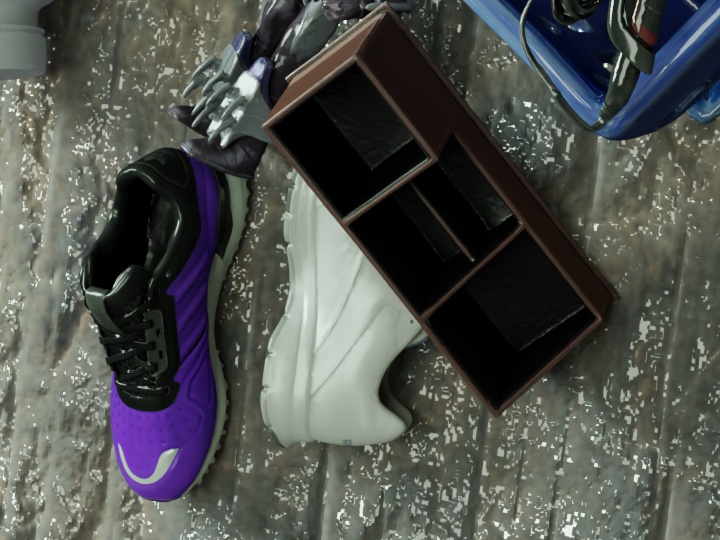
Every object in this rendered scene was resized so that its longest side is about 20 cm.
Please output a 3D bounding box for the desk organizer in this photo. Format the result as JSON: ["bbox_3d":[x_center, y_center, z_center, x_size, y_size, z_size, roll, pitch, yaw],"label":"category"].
[{"bbox_3d":[0.041,-0.029,1.460,0.072,0.077,0.200,-35,101,23],"label":"desk organizer"}]

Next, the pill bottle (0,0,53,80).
[{"bbox_3d":[-0.224,-0.211,1.617,0.112,0.112,0.201,-3,89,27],"label":"pill bottle"}]

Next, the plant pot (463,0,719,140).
[{"bbox_3d":[0.152,-0.192,1.390,0.200,0.180,0.200,-47,71,18],"label":"plant pot"}]

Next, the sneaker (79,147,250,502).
[{"bbox_3d":[-0.121,0.029,1.572,0.069,0.099,0.201,7,93,28],"label":"sneaker"}]

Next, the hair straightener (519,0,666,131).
[{"bbox_3d":[0.117,-0.163,1.292,0.077,0.041,0.201,17,102,26],"label":"hair straightener"}]

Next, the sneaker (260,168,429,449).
[{"bbox_3d":[0.000,0.000,1.540,0.087,0.074,0.201,7,97,11],"label":"sneaker"}]

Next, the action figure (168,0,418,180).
[{"bbox_3d":[-0.027,-0.146,1.533,0.200,0.069,0.130,-56,38,14],"label":"action figure"}]
